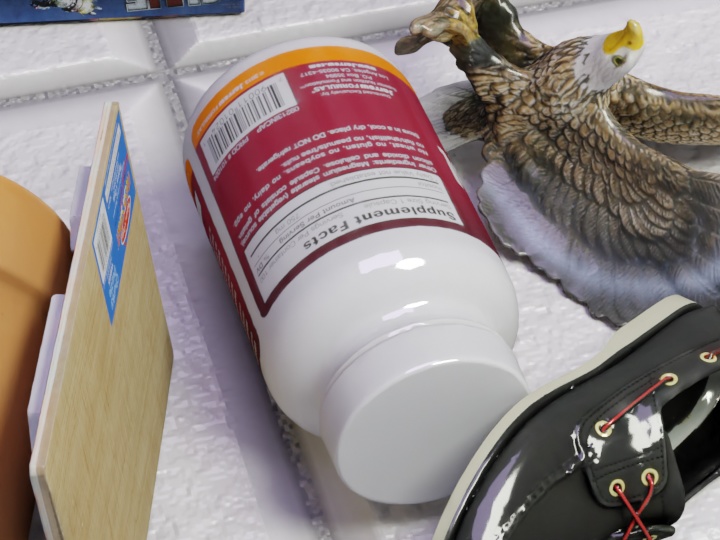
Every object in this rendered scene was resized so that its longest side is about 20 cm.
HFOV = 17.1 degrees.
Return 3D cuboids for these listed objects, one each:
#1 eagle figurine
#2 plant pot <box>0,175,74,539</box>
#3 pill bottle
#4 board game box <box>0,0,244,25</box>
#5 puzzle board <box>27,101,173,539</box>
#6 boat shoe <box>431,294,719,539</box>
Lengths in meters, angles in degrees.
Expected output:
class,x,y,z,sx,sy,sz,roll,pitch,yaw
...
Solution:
class,x,y,z,sx,sy,sz,roll,pitch,yaw
eagle figurine,0.115,-0.070,1.112,0.200,0.151,0.152,38,95,-3
plant pot,-0.203,0.061,0.924,0.200,0.200,0.140,-6,61,-6
pill bottle,0.000,0.000,1.027,0.113,0.113,0.200,-12,46,-12
board game box,-0.164,-0.186,1.274,0.200,0.035,0.136,-3,44,-2
puzzle board,-0.103,0.053,0.945,0.017,0.151,0.200,-2,44,6
boat shoe,0.102,0.079,0.972,0.063,0.074,0.201,24,45,34
